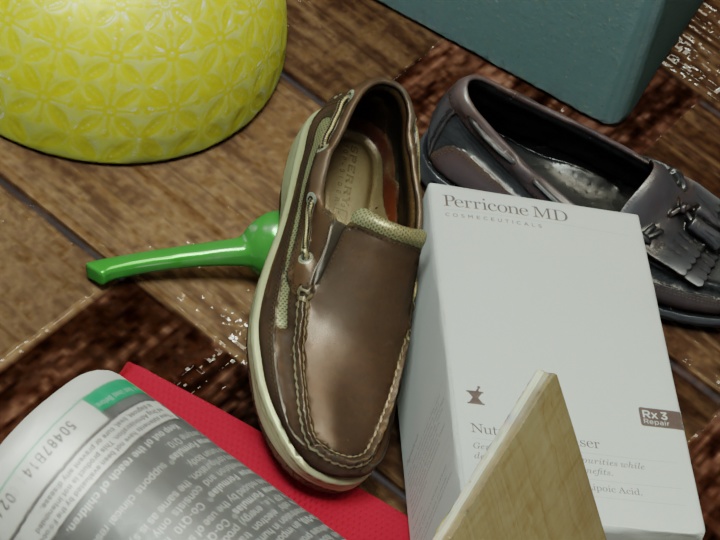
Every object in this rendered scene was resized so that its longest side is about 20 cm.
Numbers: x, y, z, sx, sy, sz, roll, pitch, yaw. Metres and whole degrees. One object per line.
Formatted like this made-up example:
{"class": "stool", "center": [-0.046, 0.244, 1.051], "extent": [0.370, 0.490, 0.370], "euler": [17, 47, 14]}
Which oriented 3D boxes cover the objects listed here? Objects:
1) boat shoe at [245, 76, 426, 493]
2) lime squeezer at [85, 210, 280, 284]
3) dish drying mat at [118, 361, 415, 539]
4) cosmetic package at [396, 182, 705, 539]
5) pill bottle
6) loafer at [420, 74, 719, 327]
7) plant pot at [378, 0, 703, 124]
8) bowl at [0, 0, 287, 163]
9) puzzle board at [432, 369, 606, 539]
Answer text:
{"class": "boat shoe", "center": [-0.006, -0.002, 1.010], "extent": [0.075, 0.075, 0.203], "euler": [15, 56, -23]}
{"class": "lime squeezer", "center": [-0.038, -0.029, 1.096], "extent": [0.071, 0.038, 0.200], "euler": [16, 41, 40]}
{"class": "dish drying mat", "center": [-0.036, 0.115, 0.980], "extent": [0.200, 0.018, 0.077], "euler": [29, 48, 7]}
{"class": "cosmetic package", "center": [0.078, 0.060, 1.006], "extent": [0.113, 0.081, 0.200], "euler": [7, 45, -14]}
{"class": "pill bottle", "center": [-0.058, 0.139, 0.890], "extent": [0.200, 0.113, 0.113], "euler": [34, 50, 14]}
{"class": "loafer", "center": [0.124, -0.035, 1.121], "extent": [0.200, 0.063, 0.072], "euler": [25, 49, 4]}
{"class": "plant pot", "center": [0.122, -0.242, 1.203], "extent": [0.196, 0.200, 0.196], "euler": [30, 50, 8]}
{"class": "bowl", "center": [-0.126, -0.163, 1.124], "extent": [0.200, 0.108, 0.200], "euler": [9, 49, -10]}
{"class": "puzzle board", "center": [0.063, 0.162, 0.870], "extent": [0.017, 0.200, 0.151], "euler": [5, 41, 33]}
